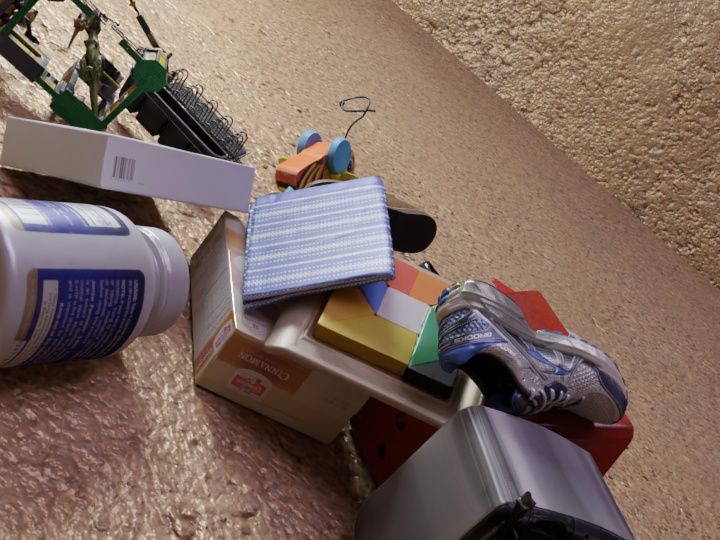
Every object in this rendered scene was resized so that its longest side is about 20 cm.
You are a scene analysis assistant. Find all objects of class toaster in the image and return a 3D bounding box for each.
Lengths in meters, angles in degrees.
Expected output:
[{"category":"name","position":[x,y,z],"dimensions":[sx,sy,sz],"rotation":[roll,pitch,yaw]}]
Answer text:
[{"category":"toaster","position":[0.114,0.221,0.859],"dimensions":[0.179,0.200,0.120],"rotation":[24,30,-34]}]

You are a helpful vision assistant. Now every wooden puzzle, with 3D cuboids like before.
[{"category":"wooden puzzle","position":[0.032,0.045,0.942],"dimensions":[0.197,0.038,0.186],"rotation":[21,39,5]}]

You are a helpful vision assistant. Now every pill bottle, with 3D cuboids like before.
[{"category":"pill bottle","position":[-0.227,0.009,0.794],"dimensions":[0.120,0.120,0.199],"rotation":[49,23,22]}]

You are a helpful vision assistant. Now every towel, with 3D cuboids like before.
[{"category":"towel","position":[-0.041,-0.030,0.997],"dimensions":[0.201,0.142,0.024],"rotation":[-94,173,-60]}]

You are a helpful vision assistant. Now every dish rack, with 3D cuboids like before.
[{"category":"dish rack","position":[-0.205,-0.189,1.290],"dimensions":[0.154,0.054,0.200],"rotation":[47,20,-1]}]

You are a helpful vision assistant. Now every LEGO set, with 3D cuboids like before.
[{"category":"LEGO set","position":[-0.301,-0.248,1.130],"dimensions":[0.199,0.154,0.117],"rotation":[35,21,-23]}]

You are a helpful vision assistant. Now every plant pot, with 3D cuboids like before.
[{"category":"plant pot","position":[0.106,0.150,1.017],"dimensions":[0.174,0.202,0.201],"rotation":[7,37,-33]}]

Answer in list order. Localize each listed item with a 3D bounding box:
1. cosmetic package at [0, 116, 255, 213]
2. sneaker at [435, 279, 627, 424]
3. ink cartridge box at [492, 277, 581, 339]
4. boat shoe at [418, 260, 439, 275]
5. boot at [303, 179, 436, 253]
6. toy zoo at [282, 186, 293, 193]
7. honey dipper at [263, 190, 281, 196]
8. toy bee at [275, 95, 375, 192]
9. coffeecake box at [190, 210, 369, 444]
[{"category":"cosmetic package","position":[-0.222,-0.101,1.016],"dimensions":[0.149,0.053,0.199],"rotation":[11,2,34]},{"category":"sneaker","position":[0.142,0.094,0.887],"dimensions":[0.198,0.077,0.086],"rotation":[28,50,-15]},{"category":"ink cartridge box","position":[0.299,0.087,1.644],"dimensions":[0.160,0.050,0.201],"rotation":[31,25,-24]},{"category":"boat shoe","position":[0.124,0.073,1.343],"dimensions":[0.200,0.065,0.073],"rotation":[49,21,15]},{"category":"boot","position":[-0.002,-0.072,1.263],"dimensions":[0.198,0.074,0.076],"rotation":[14,22,-39]},{"category":"toy zoo","position":[-0.040,-0.019,1.222],"dimensions":[0.131,0.020,0.202],"rotation":[16,39,-59]},{"category":"honey dipper","position":[-0.068,-0.013,1.228],"dimensions":[0.038,0.038,0.202],"rotation":[16,35,-47]},{"category":"toy bee","position":[-0.037,-0.138,1.423],"dimensions":[0.198,0.110,0.130],"rotation":[-30,42,-26]},{"category":"coffeecake box","position":[-0.083,0.052,1.018],"dimensions":[0.152,0.073,0.201],"rotation":[29,25,-27]}]
